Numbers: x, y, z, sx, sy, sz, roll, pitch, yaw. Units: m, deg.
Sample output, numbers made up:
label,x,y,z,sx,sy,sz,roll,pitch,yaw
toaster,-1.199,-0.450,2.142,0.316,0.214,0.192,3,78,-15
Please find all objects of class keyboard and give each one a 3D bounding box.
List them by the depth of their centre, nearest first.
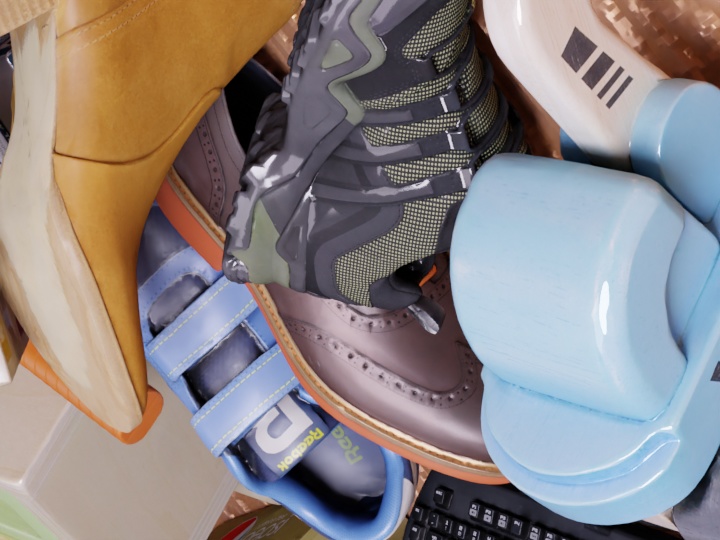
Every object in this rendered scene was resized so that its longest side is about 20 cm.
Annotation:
label,x,y,z,sx,sy,sz,roll,pitch,yaw
keyboard,0.081,0.115,0.827,0.040,0.105,0.199,18,178,-44

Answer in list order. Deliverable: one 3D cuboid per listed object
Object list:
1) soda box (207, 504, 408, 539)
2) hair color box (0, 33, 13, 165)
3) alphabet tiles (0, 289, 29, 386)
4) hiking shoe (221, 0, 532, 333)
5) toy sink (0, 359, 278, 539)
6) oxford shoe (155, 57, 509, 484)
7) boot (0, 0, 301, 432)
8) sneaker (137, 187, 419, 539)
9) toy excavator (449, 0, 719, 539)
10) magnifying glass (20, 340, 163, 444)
label,x,y,z,sx,sy,sz,roll,pitch,yaw
soda box,-0.036,0.158,1.085,0.068,0.064,0.200,51,152,-5
hair color box,-0.152,-0.057,0.989,0.200,0.060,0.100,-7,120,58
alphabet tiles,-0.152,-0.047,0.819,0.200,0.006,0.167,-124,18,-82
hiking shoe,0.023,-0.060,0.741,0.100,0.076,0.200,18,138,-8
toy sink,-0.138,0.087,1.019,0.130,0.112,0.200,17,156,30
oxford shoe,0.000,0.000,0.836,0.200,0.071,0.073,42,142,6
boot,-0.073,-0.058,0.784,0.071,0.144,0.202,14,130,49
sneaker,-0.044,0.036,0.891,0.200,0.074,0.082,43,-165,-19
toy excavator,0.075,-0.033,0.635,0.100,0.195,0.200,15,166,46
magnifying glass,-0.157,0.014,0.931,0.200,0.080,0.022,33,177,35
